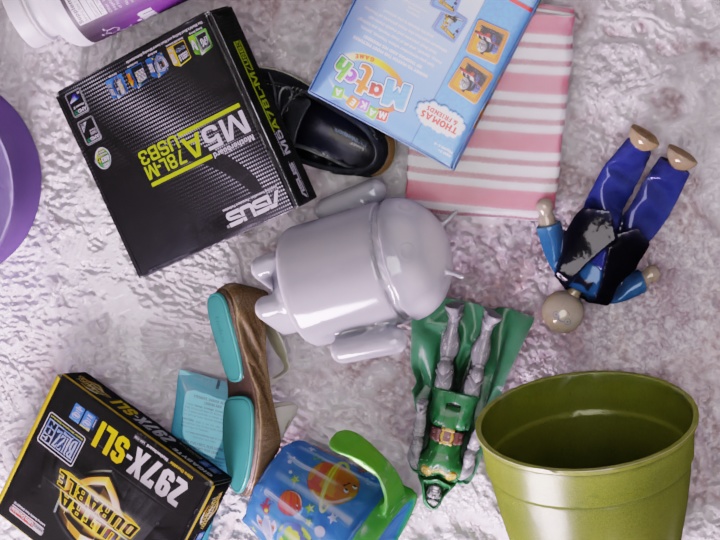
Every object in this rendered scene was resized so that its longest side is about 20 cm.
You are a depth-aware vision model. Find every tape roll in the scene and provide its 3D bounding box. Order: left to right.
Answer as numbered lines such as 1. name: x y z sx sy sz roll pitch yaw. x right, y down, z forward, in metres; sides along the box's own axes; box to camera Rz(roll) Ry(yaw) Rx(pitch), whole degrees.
1. tape roll: -0.410 -0.085 1.645 0.197 0.085 0.203 1 100 8

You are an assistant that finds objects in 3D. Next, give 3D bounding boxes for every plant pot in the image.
1. plant pot: 0.211 0.221 1.563 0.198 0.201 0.195 -4 110 9

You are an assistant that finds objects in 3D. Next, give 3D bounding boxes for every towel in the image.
1. towel: 0.118 -0.148 1.589 0.144 0.030 0.203 6 102 7

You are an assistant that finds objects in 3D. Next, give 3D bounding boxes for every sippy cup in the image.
1. sippy cup: -0.035 0.232 1.625 0.130 0.140 0.179 32 92 13

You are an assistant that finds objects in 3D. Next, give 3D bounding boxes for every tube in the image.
1. tube: -0.162 0.202 1.677 0.076 0.050 0.202 13 97 -9

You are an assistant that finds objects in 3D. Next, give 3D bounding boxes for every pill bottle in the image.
1. pill bottle: -0.225 -0.278 1.572 0.198 0.112 0.114 -22 95 12

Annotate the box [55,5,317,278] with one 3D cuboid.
1. box: -0.163 -0.116 1.595 0.198 0.047 0.195 -21 93 30

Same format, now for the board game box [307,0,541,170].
1. board game box: 0.064 -0.214 1.545 0.150 0.037 0.202 28 94 4

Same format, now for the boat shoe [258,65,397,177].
1. boat shoe: -0.062 -0.138 1.598 0.198 0.062 0.075 22 103 6

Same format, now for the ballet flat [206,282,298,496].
1. ballet flat: -0.098 0.110 1.641 0.072 0.068 0.203 -9 91 -33

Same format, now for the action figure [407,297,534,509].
1. action figure: 0.087 0.131 1.626 0.117 0.055 0.203 12 104 6

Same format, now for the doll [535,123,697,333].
1. doll: 0.222 -0.033 1.579 0.135 0.049 0.201 26 106 -7

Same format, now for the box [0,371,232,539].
1. box: -0.240 0.216 1.659 0.199 0.049 0.161 33 101 20

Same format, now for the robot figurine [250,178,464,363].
1. robot figurine: 0.000 0.000 1.578 0.198 0.113 0.172 -15 70 19
